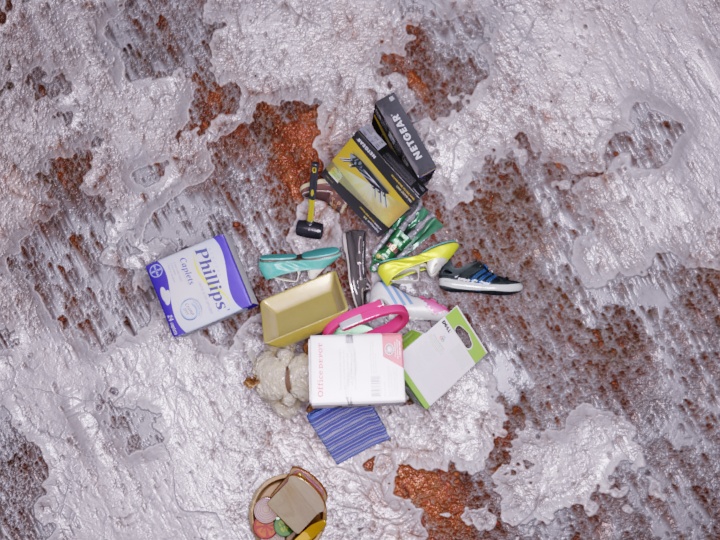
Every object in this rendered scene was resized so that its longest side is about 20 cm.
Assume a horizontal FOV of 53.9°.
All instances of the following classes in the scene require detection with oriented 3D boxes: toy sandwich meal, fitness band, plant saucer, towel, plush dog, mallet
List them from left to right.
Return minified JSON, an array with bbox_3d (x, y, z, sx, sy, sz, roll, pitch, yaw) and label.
[{"bbox_3d":[-0.164,0.561,1.629,0.203,0.070,0.207,0,85,1],"label":"toy sandwich meal"},{"bbox_3d":[-0.153,0.238,1.594,0.171,0.160,0.202,-8,84,22],"label":"plush dog"},{"bbox_3d":[-0.126,0.097,1.626,0.199,0.200,0.049,-22,117,0],"label":"plant saucer"},{"bbox_3d":[-0.103,-0.158,1.650,0.065,0.041,0.201,16,126,-1],"label":"mallet"},{"bbox_3d":[-0.024,0.354,1.601,0.144,0.024,0.201,-27,129,-2],"label":"towel"},{"bbox_3d":[0.012,0.124,1.578,0.199,0.144,0.038,-20,62,-1],"label":"fitness band"}]

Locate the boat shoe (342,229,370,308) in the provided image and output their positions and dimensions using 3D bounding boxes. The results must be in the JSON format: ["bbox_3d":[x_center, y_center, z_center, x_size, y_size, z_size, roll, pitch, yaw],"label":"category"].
[{"bbox_3d":[0.000,0.000,1.673,0.057,0.067,0.202,-11,82,7],"label":"boat shoe"}]

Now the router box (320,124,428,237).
[{"bbox_3d":[0.029,-0.198,1.583,0.200,0.052,0.157,47,131,0],"label":"router box"}]

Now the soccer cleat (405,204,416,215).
[{"bbox_3d":[0.076,-0.220,1.675,0.068,0.073,0.201,-34,81,15],"label":"soccer cleat"}]

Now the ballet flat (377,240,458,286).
[{"bbox_3d":[0.140,-0.009,1.645,0.199,0.067,0.067,-16,66,-1],"label":"ballet flat"}]

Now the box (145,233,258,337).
[{"bbox_3d":[-0.368,0.036,1.660,0.199,0.105,0.185,-23,86,-1],"label":"box"}]

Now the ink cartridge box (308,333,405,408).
[{"bbox_3d":[-0.010,0.214,1.505,0.198,0.083,0.148,-1,73,-3],"label":"ink cartridge box"}]

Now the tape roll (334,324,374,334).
[{"bbox_3d":[-0.019,0.224,1.664,0.199,0.048,0.202,0,85,1],"label":"tape roll"}]

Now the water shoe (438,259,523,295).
[{"bbox_3d":[0.284,0.013,1.663,0.198,0.072,0.080,4,80,1],"label":"water shoe"}]

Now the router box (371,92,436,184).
[{"bbox_3d":[0.098,-0.293,1.647,0.052,0.157,0.201,-29,86,-5],"label":"router box"}]

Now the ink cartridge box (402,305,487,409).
[{"bbox_3d":[0.171,0.194,1.630,0.200,0.076,0.148,-39,105,-14],"label":"ink cartridge box"}]

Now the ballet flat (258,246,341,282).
[{"bbox_3d":[-0.141,-0.011,1.686,0.198,0.067,0.071,-6,109,1],"label":"ballet flat"}]

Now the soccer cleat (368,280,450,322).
[{"bbox_3d":[0.112,0.094,1.659,0.199,0.070,0.087,23,70,11],"label":"soccer cleat"}]

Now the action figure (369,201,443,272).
[{"bbox_3d":[0.092,-0.071,1.686,0.118,0.055,0.200,41,92,1],"label":"action figure"}]

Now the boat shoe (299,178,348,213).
[{"bbox_3d":[-0.046,-0.172,1.683,0.198,0.072,0.073,3,74,-5],"label":"boat shoe"}]
